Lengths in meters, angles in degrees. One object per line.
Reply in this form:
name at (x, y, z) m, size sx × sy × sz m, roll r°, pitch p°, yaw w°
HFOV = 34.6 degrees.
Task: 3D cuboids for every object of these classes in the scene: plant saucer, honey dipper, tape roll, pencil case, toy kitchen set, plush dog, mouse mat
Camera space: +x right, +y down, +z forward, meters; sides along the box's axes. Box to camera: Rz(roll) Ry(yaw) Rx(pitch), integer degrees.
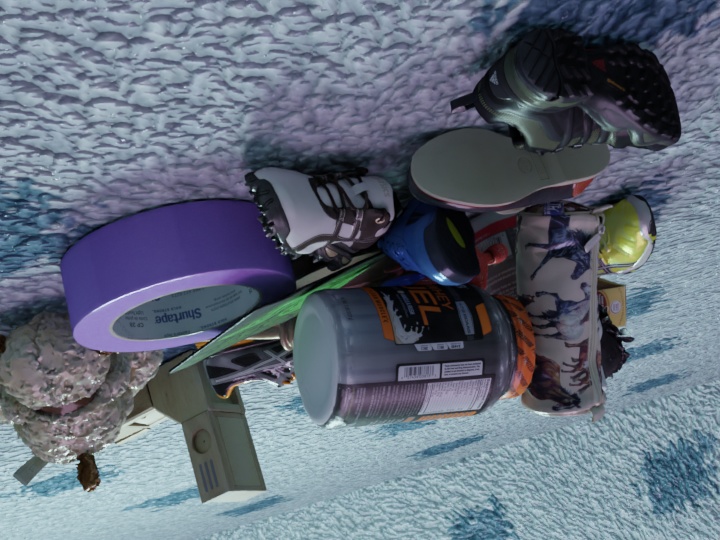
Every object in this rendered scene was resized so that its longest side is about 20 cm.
plant saucer at (0.000, 0.000, 1.190) m, size 0.199 × 0.035 × 0.200 m, roll -13°, pitch 163°, yaw -4°
honey dipper at (-0.127, 0.066, 1.218) m, size 0.198 × 0.038 × 0.038 m, roll -2°, pitch 169°, yaw 21°
tape roll at (-0.160, 0.009, 1.022) m, size 0.199 × 0.066 × 0.200 m, roll -15°, pitch 163°, yaw -5°
pencil case at (0.187, 0.036, 1.065) m, size 0.077 × 0.202 × 0.089 m, roll -4°, pitch -177°, yaw -38°
toy kitchen set at (-0.256, 0.210, 1.373) m, size 0.199 × 0.182 × 0.163 m, roll -28°, pitch 159°, yaw 23°
plush dog at (-0.293, 0.109, 1.125) m, size 0.198 × 0.161 × 0.172 m, roll -13°, pitch 140°, yaw -6°
mouse mat at (-0.069, 0.036, 1.069) m, size 0.199 × 0.008 × 0.161 m, roll -26°, pitch 174°, yaw -46°

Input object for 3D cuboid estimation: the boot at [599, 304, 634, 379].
boot at (0.205, 0.094, 1.306) m, size 0.198 × 0.074 × 0.163 m, roll -34°, pitch 139°, yaw 5°

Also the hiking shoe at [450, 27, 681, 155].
hiking shoe at (0.162, -0.129, 0.885) m, size 0.199 × 0.076 × 0.100 m, roll 12°, pitch 158°, yaw -39°

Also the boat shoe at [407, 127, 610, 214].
boat shoe at (0.121, -0.082, 0.985) m, size 0.199 × 0.072 × 0.063 m, roll -11°, pitch 166°, yaw -29°

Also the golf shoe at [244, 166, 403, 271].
golf shoe at (-0.026, -0.057, 0.936) m, size 0.094 × 0.078 × 0.200 m, roll -28°, pitch 169°, yaw 13°

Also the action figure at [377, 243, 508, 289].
action figure at (0.053, 0.021, 1.126) m, size 0.199 × 0.066 × 0.052 m, roll -25°, pitch 174°, yaw 0°

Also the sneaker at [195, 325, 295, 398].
sneaker at (-0.082, 0.090, 1.296) m, size 0.198 × 0.078 × 0.078 m, roll -9°, pitch -173°, yaw -7°

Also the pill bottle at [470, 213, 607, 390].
pill bottle at (0.180, 0.036, 1.176) m, size 0.110 × 0.201 × 0.111 m, roll -15°, pitch 164°, yaw -4°

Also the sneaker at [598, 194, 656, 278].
sneaker at (0.251, -0.020, 1.279) m, size 0.076 × 0.076 × 0.200 m, roll -8°, pitch 161°, yaw -28°

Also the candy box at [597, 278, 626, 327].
candy box at (0.207, 0.045, 1.399) m, size 0.199 × 0.057 × 0.117 m, roll -9°, pitch -167°, yaw -22°

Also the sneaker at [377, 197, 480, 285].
sneaker at (0.054, -0.018, 0.995) m, size 0.078 × 0.066 × 0.200 m, roll -30°, pitch -168°, yaw 11°

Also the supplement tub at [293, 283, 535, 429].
supplement tub at (0.049, 0.074, 1.042) m, size 0.199 × 0.123 × 0.123 m, roll -3°, pitch 160°, yaw -23°

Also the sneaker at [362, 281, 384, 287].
sneaker at (0.066, 0.057, 1.244) m, size 0.113 × 0.077 × 0.200 m, roll -10°, pitch 158°, yaw 2°
